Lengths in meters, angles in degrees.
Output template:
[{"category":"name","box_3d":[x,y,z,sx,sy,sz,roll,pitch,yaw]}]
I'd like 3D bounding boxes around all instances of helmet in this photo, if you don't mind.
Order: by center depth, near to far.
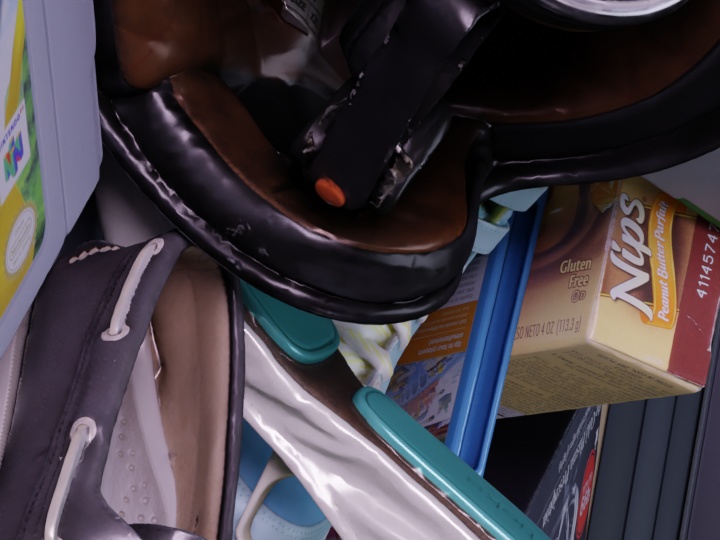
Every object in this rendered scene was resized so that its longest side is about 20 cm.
[{"category":"helmet","box_3d":[0.026,-0.100,0.761,0.191,0.199,0.201,-42,143,-45]}]

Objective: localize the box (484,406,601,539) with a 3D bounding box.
[{"category":"box","box_3d":[0.028,0.138,1.192,0.200,0.103,0.183,-53,152,-64]}]

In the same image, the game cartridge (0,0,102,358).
[{"category":"game cartridge","box_3d":[-0.104,-0.023,0.626,0.200,0.040,0.134,-67,159,-47]}]

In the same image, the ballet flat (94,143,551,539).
[{"category":"ballet flat","box_3d":[-0.023,0.043,0.806,0.069,0.200,0.069,-42,173,-7]}]

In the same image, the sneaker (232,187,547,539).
[{"category":"sneaker","box_3d":[0.000,0.000,0.883,0.130,0.079,0.201,-41,-156,33]}]

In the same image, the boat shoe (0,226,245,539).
[{"category":"boat shoe","box_3d":[-0.060,0.075,0.714,0.074,0.060,0.201,48,32,-41]}]

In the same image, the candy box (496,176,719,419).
[{"category":"candy box","box_3d":[0.050,-0.010,1.015,0.200,0.055,0.116,-13,-121,56]}]

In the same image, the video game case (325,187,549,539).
[{"category":"video game case","box_3d":[0.004,0.030,0.981,0.143,0.018,0.201,-14,-124,53]}]

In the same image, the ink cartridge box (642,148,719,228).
[{"category":"ink cartridge box","box_3d":[0.150,-0.116,0.903,0.145,0.084,0.201,27,71,-54]}]
